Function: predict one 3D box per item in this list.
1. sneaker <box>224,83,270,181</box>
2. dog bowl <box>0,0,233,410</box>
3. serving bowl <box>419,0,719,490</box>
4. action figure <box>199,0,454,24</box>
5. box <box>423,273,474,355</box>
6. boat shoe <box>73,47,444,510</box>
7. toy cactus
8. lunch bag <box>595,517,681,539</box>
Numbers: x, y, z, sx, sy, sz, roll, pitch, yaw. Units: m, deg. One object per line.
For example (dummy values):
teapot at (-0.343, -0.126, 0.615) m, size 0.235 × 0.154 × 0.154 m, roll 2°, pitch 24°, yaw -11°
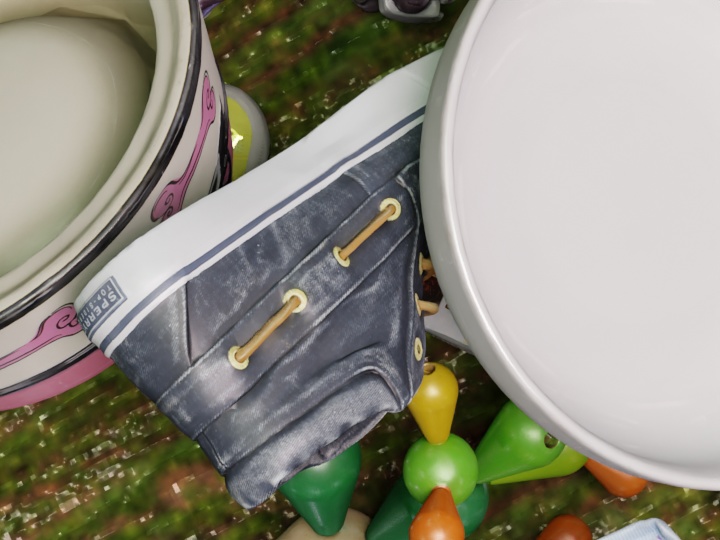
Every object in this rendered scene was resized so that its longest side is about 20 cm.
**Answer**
sneaker at (-0.125, -0.012, 0.982) m, size 0.199 × 0.076 × 0.076 m, roll -28°, pitch 79°, yaw 4°
dog bowl at (-0.133, -0.038, 0.898) m, size 0.199 × 0.074 × 0.201 m, roll -12°, pitch 55°, yaw 18°
serving bowl at (0.102, -0.026, 0.848) m, size 0.199 × 0.066 × 0.202 m, roll 3°, pitch 82°, yaw -24°
action figure at (-0.027, -0.144, 0.976) m, size 0.199 × 0.069 × 0.131 m, roll -21°, pitch 93°, yaw 14°
box at (0.103, -0.051, 0.928) m, size 0.136 × 0.040 × 0.201 m, roll 24°, pitch 88°, yaw 11°
boat shoe at (0.000, 0.000, 0.849) m, size 0.200 × 0.071 × 0.091 m, roll -35°, pitch 86°, yaw -38°
toy cactus at (0.018, 0.102, 0.930) m, size 0.165 × 0.199 × 0.103 m, roll -35°, pitch 41°, yaw 33°
lunch bag at (0.056, 0.199, 0.876) m, size 0.199 × 0.170 × 0.128 m, roll -24°, pitch 56°, yaw 6°
